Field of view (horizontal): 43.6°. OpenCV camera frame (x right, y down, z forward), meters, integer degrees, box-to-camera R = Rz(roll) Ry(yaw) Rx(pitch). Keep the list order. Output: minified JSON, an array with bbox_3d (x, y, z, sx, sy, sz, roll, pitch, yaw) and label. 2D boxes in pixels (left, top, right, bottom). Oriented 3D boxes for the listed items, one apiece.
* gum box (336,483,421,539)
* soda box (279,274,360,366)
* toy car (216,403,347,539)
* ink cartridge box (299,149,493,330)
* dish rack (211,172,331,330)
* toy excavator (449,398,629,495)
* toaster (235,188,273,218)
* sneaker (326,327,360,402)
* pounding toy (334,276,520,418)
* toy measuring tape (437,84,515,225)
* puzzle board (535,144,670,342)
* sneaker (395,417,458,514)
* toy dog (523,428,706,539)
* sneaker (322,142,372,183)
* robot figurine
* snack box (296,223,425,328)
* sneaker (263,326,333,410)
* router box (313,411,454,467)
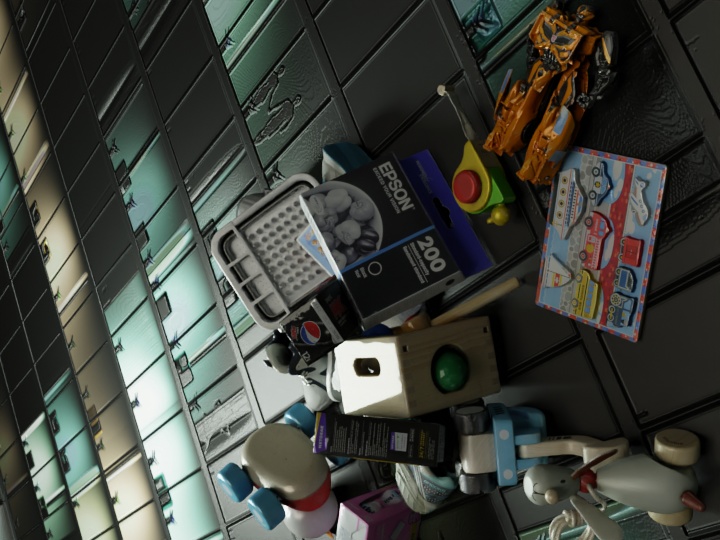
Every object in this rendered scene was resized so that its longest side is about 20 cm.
[{"bbox_3d":[0.021,0.425,1.350,0.066,0.112,0.204,25,115,43],"label":"gum box"},{"bbox_3d":[-0.036,0.053,1.197,0.063,0.200,0.071,-34,94,20],"label":"soda box"},{"bbox_3d":[-0.103,0.365,1.480,0.175,0.184,0.203,23,142,45],"label":"toy car"},{"bbox_3d":[0.047,-0.053,1.188,0.200,0.197,0.044,61,170,20],"label":"ink cartridge box"},{"bbox_3d":[-0.107,-0.029,1.349,0.198,0.044,0.173,-34,90,14],"label":"dish rack"},{"bbox_3d":[0.214,0.213,1.110,0.194,0.195,0.102,-59,-38,-86],"label":"toy excavator"},{"bbox_3d":[-0.127,-0.027,1.450,0.128,0.112,0.205,12,104,45],"label":"toaster"},{"bbox_3d":[-0.006,0.113,1.369,0.098,0.070,0.205,12,111,45],"label":"sneaker"},{"bbox_3d":[0.092,0.101,1.182,0.199,0.181,0.145,-11,89,57],"label":"pounding toy"},{"bbox_3d":[0.135,-0.140,1.159,0.074,0.073,0.203,-44,64,43],"label":"toy measuring tape"},{"bbox_3d":[0.275,-0.035,1.053,0.149,0.017,0.204,21,111,46],"label":"puzzle board"},{"bbox_3d":[0.078,0.240,1.299,0.086,0.077,0.202,-39,74,32],"label":"sneaker"},{"bbox_3d":[0.285,0.240,0.964,0.096,0.197,0.134,-111,-3,-77],"label":"toy dog"},{"bbox_3d":[-0.001,-0.108,1.306,0.201,0.075,0.082,-120,26,-49],"label":"sneaker"},{"bbox_3d":[0.220,-0.211,1.051,0.145,0.057,0.203,47,129,41],"label":"robot figurine"},{"bbox_3d":[0.000,0.000,1.294,0.200,0.024,0.072,45,115,2],"label":"snack box"},{"bbox_3d":[-0.100,0.149,1.422,0.079,0.128,0.202,38,133,37],"label":"sneaker"},{"bbox_3d":[0.037,0.219,1.167,0.154,0.200,0.053,4,80,13],"label":"router box"}]
